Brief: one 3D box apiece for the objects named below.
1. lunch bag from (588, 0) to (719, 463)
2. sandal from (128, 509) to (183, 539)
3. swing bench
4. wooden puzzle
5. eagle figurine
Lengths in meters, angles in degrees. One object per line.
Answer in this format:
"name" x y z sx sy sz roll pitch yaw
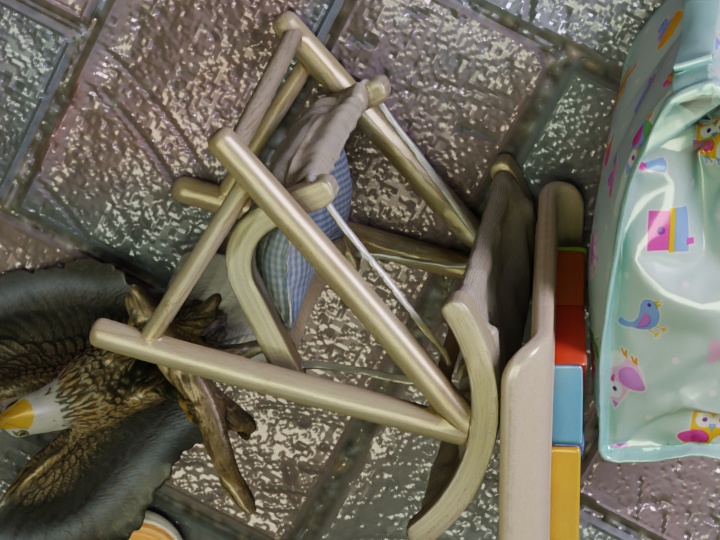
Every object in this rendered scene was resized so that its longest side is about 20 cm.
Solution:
"lunch bag" 0.172 -0.030 1.444 0.122 0.170 0.200 2 115 9
"sandal" -0.197 0.181 1.645 0.206 0.059 0.079 -18 108 15
"swing bench" 0.000 0.000 1.467 0.200 0.199 0.130 32 113 -5
"wooden puzzle" 0.097 0.077 1.478 0.037 0.200 0.185 4 117 8
"eagle figurine" -0.147 0.067 1.560 0.151 0.152 0.200 21 151 -33
